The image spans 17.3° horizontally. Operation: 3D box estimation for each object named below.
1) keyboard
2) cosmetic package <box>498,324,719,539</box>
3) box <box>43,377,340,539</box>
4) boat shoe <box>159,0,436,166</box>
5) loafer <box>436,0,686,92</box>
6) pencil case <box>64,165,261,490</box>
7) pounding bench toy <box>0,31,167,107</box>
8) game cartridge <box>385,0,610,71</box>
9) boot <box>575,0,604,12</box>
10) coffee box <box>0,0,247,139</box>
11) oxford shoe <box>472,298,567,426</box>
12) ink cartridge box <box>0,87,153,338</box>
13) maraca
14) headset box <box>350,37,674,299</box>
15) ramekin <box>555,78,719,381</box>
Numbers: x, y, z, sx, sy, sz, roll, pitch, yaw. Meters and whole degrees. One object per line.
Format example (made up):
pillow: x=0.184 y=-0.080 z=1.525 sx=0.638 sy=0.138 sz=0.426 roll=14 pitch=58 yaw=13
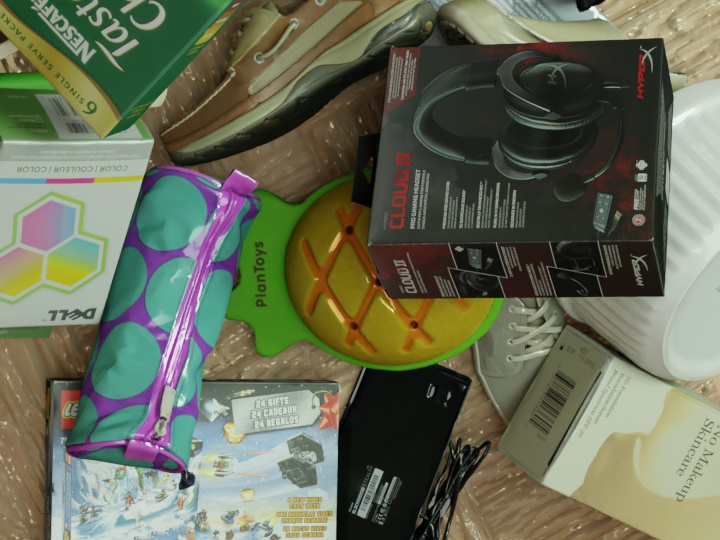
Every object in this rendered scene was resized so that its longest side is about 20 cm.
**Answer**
keyboard: x=0.021 y=0.160 z=1.658 sx=0.103 sy=0.040 sz=0.201 roll=22 pitch=93 yaw=6
cosmetic package: x=0.207 y=0.129 z=1.652 sx=0.199 sy=0.071 sz=0.106 roll=25 pitch=96 yaw=-30
box: x=-0.114 y=0.142 z=1.599 sx=0.198 sy=0.040 sz=0.138 roll=2 pitch=91 yaw=-16
boat shoe: x=-0.047 y=-0.141 z=1.561 sx=0.199 sy=0.076 sz=0.074 roll=-31 pitch=83 yaw=9
loafer: x=0.139 y=-0.142 z=1.586 sx=0.199 sy=0.076 sz=0.069 roll=27 pitch=89 yaw=-27
pencil case: x=-0.125 y=0.034 z=1.534 sx=0.085 sy=0.092 sz=0.201 roll=23 pitch=73 yaw=-29
pounding bench toy: x=-0.230 y=-0.161 z=1.486 sx=0.155 sy=0.124 sz=0.201 roll=-30 pitch=105 yaw=-9
game cartridge: x=0.078 y=-0.170 z=1.618 sx=0.200 sy=0.040 sz=0.134 roll=43 pitch=82 yaw=-17
boot: x=0.127 y=-0.251 z=1.576 sx=0.198 sy=0.073 sz=0.163 roll=-29 pitch=96 yaw=-32
coffee box: x=-0.121 y=-0.185 z=1.365 sx=0.200 sy=0.044 sz=0.123 roll=-43 pitch=89 yaw=23
oxford shoe: x=0.114 y=0.037 z=1.646 sx=0.075 sy=0.058 sz=0.201 roll=-19 pitch=104 yaw=-15
ink cartridge box: x=-0.210 y=-0.017 z=1.490 sx=0.103 sy=0.059 sz=0.201 roll=-1 pitch=129 yaw=-32
maraca: x=0.000 y=0.000 z=1.588 sx=0.198 sy=0.107 sz=0.138 roll=-2 pitch=96 yaw=11
headset box: x=0.094 y=-0.063 z=1.492 sx=0.198 sy=0.077 sz=0.150 roll=0 pitch=61 yaw=13
ramekin: x=0.231 y=-0.019 z=1.591 sx=0.199 sy=0.105 sz=0.201 roll=-27 pitch=144 yaw=-22
